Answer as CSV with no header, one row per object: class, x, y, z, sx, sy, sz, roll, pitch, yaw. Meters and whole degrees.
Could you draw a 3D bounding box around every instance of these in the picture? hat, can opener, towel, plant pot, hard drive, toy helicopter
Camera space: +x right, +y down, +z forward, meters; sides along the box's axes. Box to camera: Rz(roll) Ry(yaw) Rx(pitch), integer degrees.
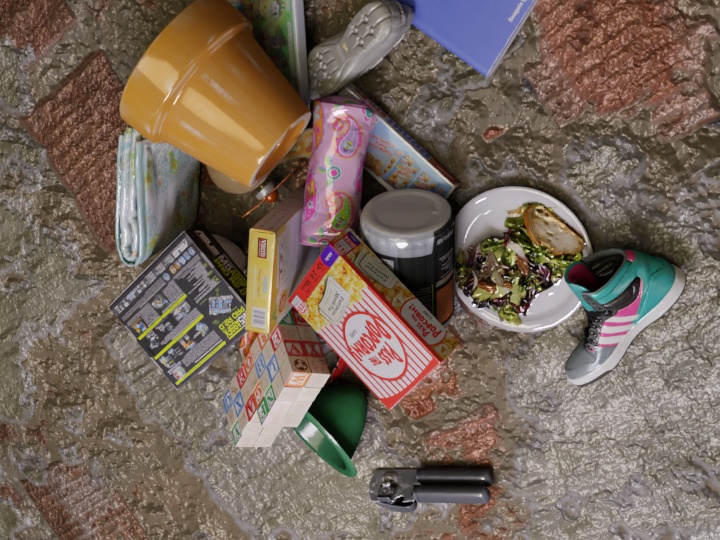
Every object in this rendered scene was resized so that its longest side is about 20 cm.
hat,-0.008,0.188,1.439,0.166,0.176,0.200,44,161,6
can opener,0.105,0.328,1.431,0.199,0.054,0.067,-6,139,27
towel,-0.281,-0.123,1.358,0.048,0.171,0.201,16,115,17
plant pot,-0.169,-0.211,1.215,0.183,0.200,0.200,39,121,1
hard drive,0.111,-0.348,1.168,0.200,0.025,0.132,37,121,8
toy helicopter,-0.126,-0.151,1.330,0.199,0.079,0.133,-9,109,27

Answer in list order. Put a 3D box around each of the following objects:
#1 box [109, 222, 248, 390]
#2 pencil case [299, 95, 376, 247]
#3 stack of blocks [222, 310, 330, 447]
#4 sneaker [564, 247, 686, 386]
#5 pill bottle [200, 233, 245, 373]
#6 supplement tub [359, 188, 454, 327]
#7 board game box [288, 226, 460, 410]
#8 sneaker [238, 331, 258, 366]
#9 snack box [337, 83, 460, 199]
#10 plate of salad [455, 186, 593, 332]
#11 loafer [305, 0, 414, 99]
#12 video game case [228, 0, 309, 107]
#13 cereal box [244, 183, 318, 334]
box,-0.242,0.053,1.351,0.200,0.044,0.160,-40,92,32
pencil case,-0.030,-0.125,1.248,0.087,0.087,0.201,12,105,21
stack of blocks,-0.123,0.166,1.355,0.200,0.058,0.116,-58,38,35
sneaker,0.290,0.048,1.183,0.120,0.084,0.200,30,115,-15
pill bottle,-0.247,0.053,1.445,0.112,0.112,0.201,26,119,14
supplement tub,0.063,0.005,1.259,0.122,0.123,0.201,12,128,21
board game box,0.013,0.064,1.220,0.200,0.046,0.152,46,142,7
sneaker,-0.146,0.135,1.465,0.077,0.073,0.201,7,120,6
snack box,0.037,-0.156,1.279,0.200,0.024,0.072,43,121,5
plate of salad,0.201,-0.009,1.245,0.199,0.048,0.201,9,114,22
loafer,-0.007,-0.277,1.227,0.200,0.070,0.070,-26,81,49
video game case,-0.147,-0.309,1.285,0.181,0.022,0.201,13,115,36
cereal box,-0.101,-0.020,1.295,0.039,0.200,0.145,10,113,12
